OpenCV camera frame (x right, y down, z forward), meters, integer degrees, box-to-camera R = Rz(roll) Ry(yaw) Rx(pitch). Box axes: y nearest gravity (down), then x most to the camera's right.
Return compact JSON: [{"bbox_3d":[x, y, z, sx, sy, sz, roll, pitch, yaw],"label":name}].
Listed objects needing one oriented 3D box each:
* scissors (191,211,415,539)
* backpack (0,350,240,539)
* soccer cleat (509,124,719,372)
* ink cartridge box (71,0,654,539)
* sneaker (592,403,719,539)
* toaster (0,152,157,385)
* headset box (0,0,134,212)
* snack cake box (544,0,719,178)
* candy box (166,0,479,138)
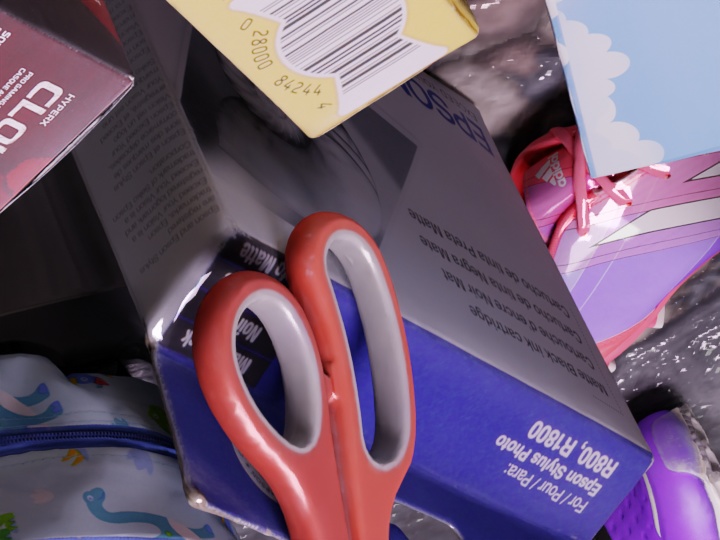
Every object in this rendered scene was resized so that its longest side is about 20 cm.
[{"bbox_3d":[0.003,0.087,0.673,0.014,0.201,0.073,-12,-176,35],"label":"scissors"},{"bbox_3d":[-0.101,0.111,0.701,0.162,0.154,0.201,12,116,-31],"label":"backpack"},{"bbox_3d":[0.095,-0.037,0.887,0.076,0.067,0.200,12,134,-34],"label":"soccer cleat"},{"bbox_3d":[0.000,0.000,0.764,0.041,0.201,0.199,-39,142,20],"label":"ink cartridge box"},{"bbox_3d":[0.092,0.133,1.092,0.099,0.070,0.201,-12,142,-10],"label":"sneaker"},{"bbox_3d":[-0.120,0.013,0.775,0.199,0.130,0.114,-19,145,-5],"label":"toaster"},{"bbox_3d":[-0.145,-0.096,0.608,0.077,0.149,0.200,-40,142,20],"label":"headset box"},{"bbox_3d":[0.064,-0.129,0.699,0.067,0.116,0.200,-12,144,7],"label":"snack cake box"},{"bbox_3d":[-0.054,-0.128,0.644,0.056,0.117,0.200,-32,143,14],"label":"candy box"}]
